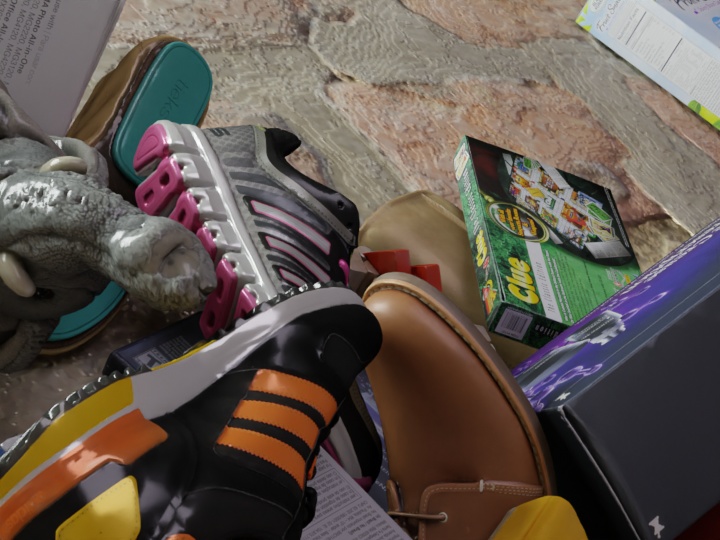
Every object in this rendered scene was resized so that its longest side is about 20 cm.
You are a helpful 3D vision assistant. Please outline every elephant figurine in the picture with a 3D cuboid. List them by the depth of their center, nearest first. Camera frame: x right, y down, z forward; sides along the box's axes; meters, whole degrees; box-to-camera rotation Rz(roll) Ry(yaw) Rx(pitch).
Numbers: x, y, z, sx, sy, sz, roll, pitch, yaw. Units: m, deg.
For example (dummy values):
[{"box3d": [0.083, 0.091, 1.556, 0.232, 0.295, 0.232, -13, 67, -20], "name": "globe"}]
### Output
[{"box3d": [-0.157, -0.021, 0.626, 0.198, 0.142, 0.156, 27, 27, -6], "name": "elephant figurine"}]

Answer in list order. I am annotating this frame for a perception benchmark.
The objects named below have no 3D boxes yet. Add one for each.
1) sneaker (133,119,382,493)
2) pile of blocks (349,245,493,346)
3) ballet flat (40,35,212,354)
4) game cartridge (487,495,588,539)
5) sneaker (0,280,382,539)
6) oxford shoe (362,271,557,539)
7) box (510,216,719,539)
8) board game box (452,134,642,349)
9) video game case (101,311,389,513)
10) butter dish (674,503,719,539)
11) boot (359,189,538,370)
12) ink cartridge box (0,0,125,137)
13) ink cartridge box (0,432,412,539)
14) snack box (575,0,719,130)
[{"box3d": [-0.028, 0.009, 0.707, 0.087, 0.074, 0.201, -15, 64, -30], "name": "sneaker"}, {"box3d": [0.000, 0.000, 0.798, 0.199, 0.062, 0.082, 32, 30, -2], "name": "pile of blocks"}, {"box3d": [-0.131, -0.034, 0.757, 0.069, 0.063, 0.201, 50, 45, -28], "name": "ballet flat"}, {"box3d": [0.068, 0.202, 0.543, 0.178, 0.032, 0.200, 64, 30, -8], "name": "game cartridge"}, {"box3d": [-0.044, 0.072, 0.545, 0.090, 0.070, 0.199, 54, 35, 9], "name": "sneaker"}, {"box3d": [0.038, 0.100, 0.639, 0.071, 0.071, 0.202, -27, 98, -40], "name": "oxford shoe"}, {"box3d": [0.152, 0.043, 0.715, 0.199, 0.141, 0.079, -34, 96, -21], "name": "box"}, {"box3d": [0.110, -0.010, 0.873, 0.104, 0.024, 0.201, 22, 27, -13], "name": "board game box"}, {"box3d": [-0.016, 0.062, 0.771, 0.143, 0.019, 0.200, 41, 30, 15], "name": "video game case"}, {"box3d": [0.217, 0.155, 0.718, 0.198, 0.149, 0.201, 20, 32, -18], "name": "butter dish"}, {"box3d": [0.111, 0.022, 0.902, 0.199, 0.067, 0.175, 38, 24, 18], "name": "boot"}, {"box3d": [-0.226, -0.139, 0.760, 0.198, 0.084, 0.145, 22, 6, -17], "name": "ink cartridge box"}, {"box3d": [-0.040, 0.137, 0.579, 0.200, 0.077, 0.136, 42, 32, 20], "name": "ink cartridge box"}, {"box3d": [0.321, -0.211, 1.438, 0.199, 0.068, 0.168, 38, 31, 15], "name": "snack box"}]
